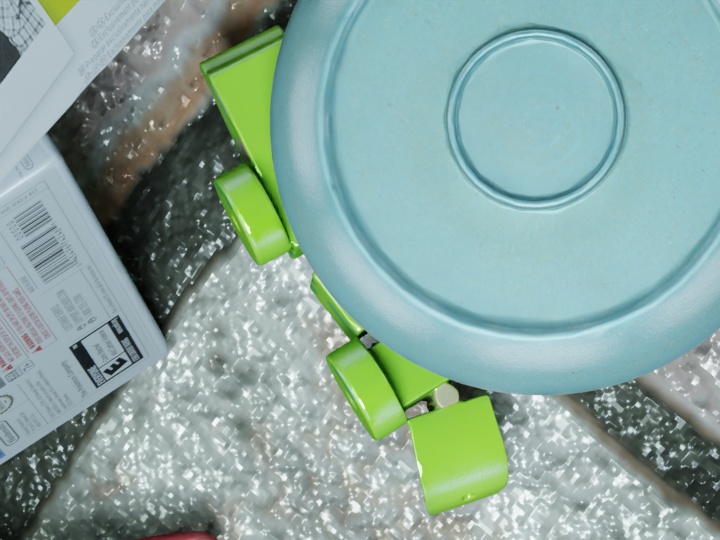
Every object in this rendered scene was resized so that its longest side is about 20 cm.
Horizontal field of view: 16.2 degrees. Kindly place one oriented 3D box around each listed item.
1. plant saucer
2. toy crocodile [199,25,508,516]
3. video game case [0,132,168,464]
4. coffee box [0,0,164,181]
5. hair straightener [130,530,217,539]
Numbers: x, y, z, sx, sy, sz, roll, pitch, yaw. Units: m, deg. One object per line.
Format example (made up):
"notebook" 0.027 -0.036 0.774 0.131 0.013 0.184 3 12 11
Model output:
"plant saucer" 0.064 -0.054 0.910 0.199 0.027 0.201 0 91 8
"toy crocodile" 0.000 0.000 0.968 0.067 0.062 0.200 -31 86 -8
"video game case" -0.168 0.040 0.936 0.182 0.200 0.022 -34 69 -6
"coffee box" -0.207 -0.131 0.871 0.199 0.200 0.198 -6 125 41
"hair straightener" -0.152 0.157 1.020 0.199 0.041 0.077 -8 74 -5
